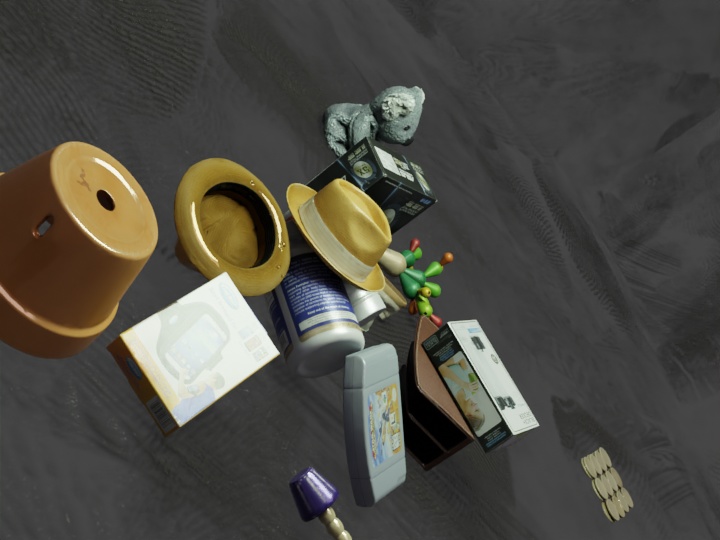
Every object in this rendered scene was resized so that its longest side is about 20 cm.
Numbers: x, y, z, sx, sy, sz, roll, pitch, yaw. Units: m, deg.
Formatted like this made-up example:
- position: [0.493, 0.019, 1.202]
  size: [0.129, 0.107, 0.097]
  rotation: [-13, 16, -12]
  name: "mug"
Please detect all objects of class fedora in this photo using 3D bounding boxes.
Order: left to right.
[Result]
- position: [-0.181, -0.046, 1.266]
  size: [0.199, 0.081, 0.204]
  rotation: [30, 48, -38]
  name: "fedora"
- position: [-0.016, -0.064, 1.373]
  size: [0.200, 0.082, 0.202]
  rotation: [41, 20, -19]
  name: "fedora"

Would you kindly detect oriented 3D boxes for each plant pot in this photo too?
- position: [-0.300, -0.033, 0.978]
  size: [0.200, 0.139, 0.202]
  rotation: [44, 26, -28]
  name: "plant pot"

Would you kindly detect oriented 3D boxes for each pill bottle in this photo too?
- position: [-0.076, 0.038, 1.363]
  size: [0.115, 0.115, 0.203]
  rotation: [21, 41, -53]
  name: "pill bottle"
- position: [-0.043, -0.008, 1.495]
  size: [0.202, 0.111, 0.112]
  rotation: [58, 23, 9]
  name: "pill bottle"

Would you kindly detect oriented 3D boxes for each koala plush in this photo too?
- position: [0.041, -0.295, 1.932]
  size: [0.185, 0.199, 0.177]
  rotation: [55, 23, 0]
  name: "koala plush"

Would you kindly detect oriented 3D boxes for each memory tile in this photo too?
- position: [0.555, 0.482, 2.172]
  size: [0.199, 0.017, 0.155]
  rotation: [5, 55, -63]
  name: "memory tile"

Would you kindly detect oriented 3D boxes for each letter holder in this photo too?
- position: [0.101, 0.188, 1.545]
  size: [0.142, 0.100, 0.201]
  rotation: [45, 25, -19]
  name: "letter holder"

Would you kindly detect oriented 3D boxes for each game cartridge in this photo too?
- position: [0.019, 0.210, 1.318]
  size: [0.133, 0.041, 0.205]
  rotation: [-12, 98, -70]
  name: "game cartridge"

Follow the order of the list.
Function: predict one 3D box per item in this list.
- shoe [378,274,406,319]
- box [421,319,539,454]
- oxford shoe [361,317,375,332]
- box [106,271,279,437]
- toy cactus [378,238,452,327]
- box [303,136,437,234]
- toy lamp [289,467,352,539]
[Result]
- position: [0.000, 0.000, 1.648]
  size: [0.201, 0.053, 0.070]
  rotation: [50, 13, -12]
  name: "shoe"
- position: [0.190, 0.180, 1.521]
  size: [0.116, 0.060, 0.202]
  rotation: [4, 53, -59]
  name: "box"
- position: [-0.027, 0.005, 1.584]
  size: [0.075, 0.057, 0.202]
  rotation: [-3, 60, -61]
  name: "oxford shoe"
- position: [-0.180, 0.087, 1.108]
  size: [0.199, 0.041, 0.120]
  rotation: [-35, 91, -45]
  name: "box"
- position: [0.096, 0.004, 1.808]
  size: [0.164, 0.102, 0.203]
  rotation: [31, 40, -26]
  name: "toy cactus"
- position: [0.017, -0.133, 1.718]
  size: [0.199, 0.163, 0.087]
  rotation: [17, 43, -57]
  name: "box"
- position: [-0.018, 0.331, 1.171]
  size: [0.202, 0.058, 0.058]
  rotation: [58, 23, -4]
  name: "toy lamp"
